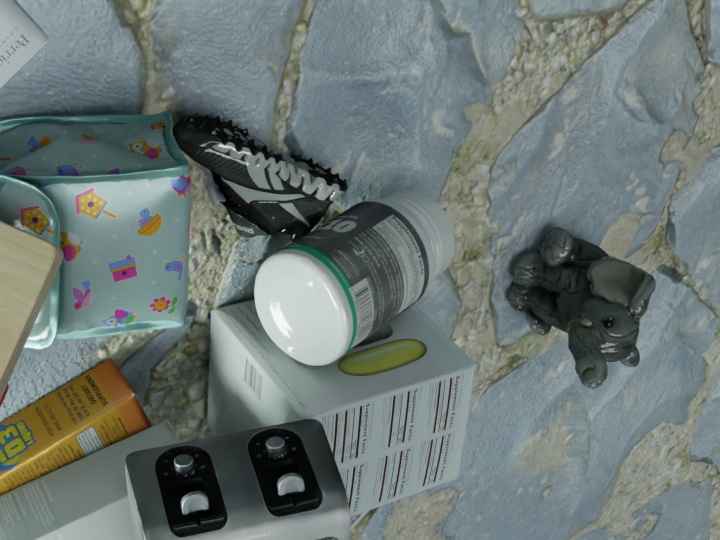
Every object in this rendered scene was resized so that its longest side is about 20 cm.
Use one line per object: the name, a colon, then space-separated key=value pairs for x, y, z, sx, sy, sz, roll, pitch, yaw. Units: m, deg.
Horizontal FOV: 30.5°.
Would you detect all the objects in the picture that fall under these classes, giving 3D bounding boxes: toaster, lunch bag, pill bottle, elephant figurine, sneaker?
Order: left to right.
lunch bag: x=-0.244 y=-0.033 z=1.086 sx=0.197 sy=0.122 sz=0.172 roll=-6 pitch=128 yaw=-20
toaster: x=-0.107 y=0.246 z=1.139 sx=0.178 sy=0.119 sz=0.203 roll=-8 pitch=122 yaw=-15
sneaker: x=-0.100 y=-0.075 z=1.202 sx=0.199 sy=0.066 sz=0.091 roll=20 pitch=104 yaw=-46
pill bottle: x=0.000 y=0.000 z=1.263 sx=0.199 sy=0.112 sz=0.115 roll=-33 pitch=140 yaw=-46
elephant figurine: x=0.268 y=0.055 z=1.478 sx=0.155 sy=0.200 sz=0.142 roll=-42 pitch=136 yaw=-4

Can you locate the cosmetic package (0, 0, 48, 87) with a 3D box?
cosmetic package: x=-0.358 y=-0.171 z=0.889 sx=0.199 sy=0.123 sz=0.200 roll=-45 pitch=134 yaw=-2

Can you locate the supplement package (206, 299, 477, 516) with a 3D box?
supplement package: x=-0.023 y=0.124 z=1.311 sx=0.198 sy=0.191 sz=0.149 roll=-14 pitch=127 yaw=-30

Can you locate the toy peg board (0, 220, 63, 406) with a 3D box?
toy peg board: x=-0.345 y=0.045 z=1.017 sx=0.098 sy=0.197 sz=0.202 roll=66 pitch=46 yaw=-80

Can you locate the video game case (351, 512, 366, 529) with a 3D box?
video game case: x=-0.018 y=0.232 z=1.484 sx=0.200 sy=0.018 sz=0.144 roll=-45 pitch=138 yaw=-23

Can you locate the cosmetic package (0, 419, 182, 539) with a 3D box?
cosmetic package: x=-0.238 y=0.233 z=1.199 sx=0.198 sy=0.090 sz=0.108 roll=-23 pitch=125 yaw=-22

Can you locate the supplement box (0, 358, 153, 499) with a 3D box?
supplement box: x=-0.296 y=0.169 z=1.226 sx=0.199 sy=0.066 sz=0.069 roll=-33 pitch=135 yaw=-15
